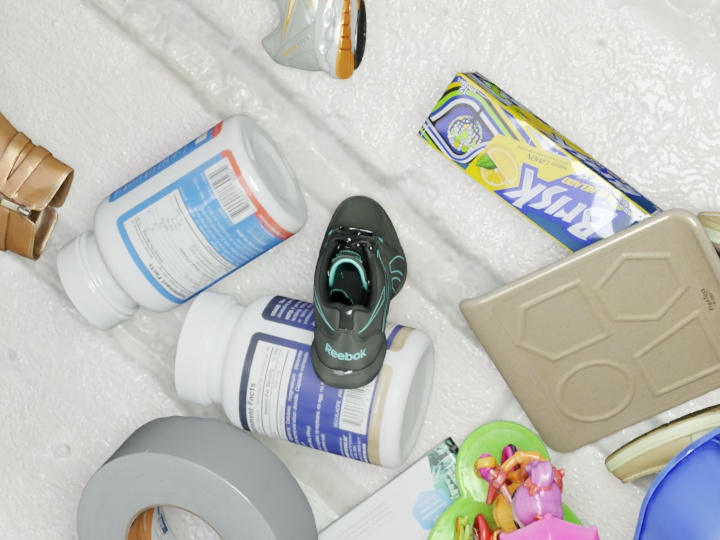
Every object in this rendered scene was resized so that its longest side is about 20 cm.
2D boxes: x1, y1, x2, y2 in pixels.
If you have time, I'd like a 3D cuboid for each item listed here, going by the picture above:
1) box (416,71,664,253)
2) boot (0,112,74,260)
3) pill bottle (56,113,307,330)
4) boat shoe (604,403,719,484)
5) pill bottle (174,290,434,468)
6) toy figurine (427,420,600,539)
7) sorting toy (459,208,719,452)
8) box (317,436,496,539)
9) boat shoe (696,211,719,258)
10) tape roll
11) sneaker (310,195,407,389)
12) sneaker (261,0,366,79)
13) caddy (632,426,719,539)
[{"bbox_3d":[0.146,-0.076,1.384,0.199,0.070,0.065,37,106,10],"label":"box"},{"bbox_3d":[-0.318,-0.119,1.509,0.153,0.074,0.202,24,112,13],"label":"boot"},{"bbox_3d":[-0.153,-0.035,1.448,0.199,0.112,0.113,-30,86,16],"label":"pill bottle"},{"bbox_3d":[0.292,0.136,1.362,0.199,0.073,0.064,-20,84,8],"label":"boat shoe"},{"bbox_3d":[-0.046,0.084,1.426,0.198,0.116,0.117,14,98,14],"label":"pill bottle"},{"bbox_3d":[0.134,0.203,1.327,0.148,0.184,0.203,1,77,-9],"label":"toy figurine"},{"bbox_3d":[0.200,0.047,1.356,0.198,0.037,0.186,-22,127,17],"label":"sorting toy"},{"bbox_3d":[0.075,0.263,1.448,0.144,0.036,0.201,-37,86,14],"label":"box"},{"bbox_3d":[0.354,-0.022,1.340,0.198,0.072,0.077,16,86,4],"label":"boat shoe"},{"bbox_3d":[-0.137,0.224,1.451,0.198,0.066,0.203,11,119,20],"label":"tape roll"},{"bbox_3d":[0.000,0.000,1.374,0.074,0.201,0.080,1,132,2],"label":"sneaker"},{"bbox_3d":[-0.043,-0.262,1.422,0.091,0.076,0.203,6,95,19],"label":"sneaker"},{"bbox_3d":[0.278,0.201,1.318,0.140,0.105,0.202,-11,132,-20],"label":"caddy"}]
